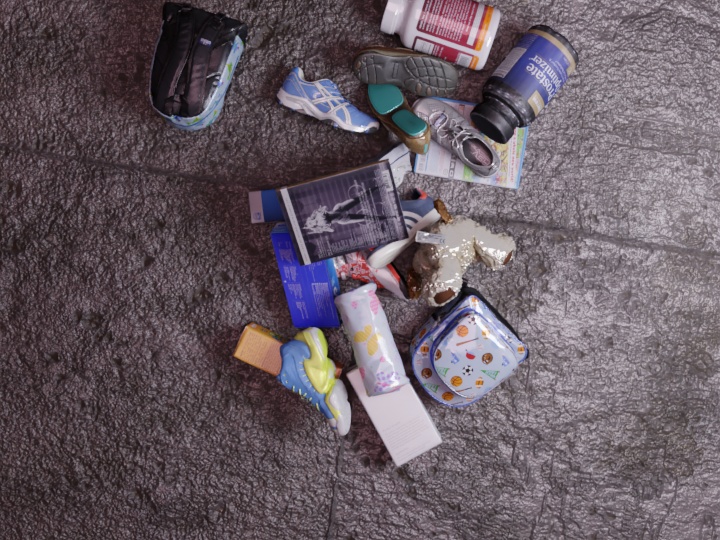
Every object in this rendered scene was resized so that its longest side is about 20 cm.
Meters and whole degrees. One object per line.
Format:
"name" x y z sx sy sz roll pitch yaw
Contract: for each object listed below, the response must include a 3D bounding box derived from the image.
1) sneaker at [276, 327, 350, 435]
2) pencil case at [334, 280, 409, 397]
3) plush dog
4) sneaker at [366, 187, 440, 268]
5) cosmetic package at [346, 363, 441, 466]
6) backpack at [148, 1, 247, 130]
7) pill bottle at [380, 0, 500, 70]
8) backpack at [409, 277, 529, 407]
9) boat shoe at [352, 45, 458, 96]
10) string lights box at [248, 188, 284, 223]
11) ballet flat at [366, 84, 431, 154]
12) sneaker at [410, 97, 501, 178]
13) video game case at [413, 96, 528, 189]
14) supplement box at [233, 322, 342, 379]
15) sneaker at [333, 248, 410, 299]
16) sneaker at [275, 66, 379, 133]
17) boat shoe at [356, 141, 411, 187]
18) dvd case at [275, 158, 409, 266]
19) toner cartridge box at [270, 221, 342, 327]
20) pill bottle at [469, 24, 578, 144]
"sneaker" -0.088 0.209 1.574 0.104 0.076 0.202 -19 84 13
"pencil case" 0.020 0.124 1.554 0.082 0.091 0.202 -20 81 5
"plush dog" 0.150 -0.032 1.560 0.199 0.172 0.161 -31 84 -20
"sneaker" 0.064 -0.081 1.583 0.085 0.075 0.200 47 53 6
"cosmetic package" 0.063 0.252 1.633 0.101 0.074 0.201 -28 91 2
"backpack" -0.303 -0.355 1.578 0.161 0.154 0.202 13 72 -2
"pill bottle" 0.142 -0.443 1.568 0.198 0.113 0.114 18 94 -1
"backpack" 0.188 0.153 1.591 0.190 0.154 0.200 -43 95 14
"boat shoe" 0.081 -0.373 1.588 0.198 0.074 0.076 10 122 -13
"string lights box" -0.089 -0.123 1.569 0.198 0.103 0.060 -6 93 19
"ballet flat" 0.071 -0.273 1.582 0.067 0.073 0.200 -30 49 -10
"sneaker" 0.178 -0.247 1.576 0.199 0.082 0.075 36 93 0
"video game case" 0.207 -0.238 1.627 0.198 0.018 0.145 9 93 1
"supplement box" -0.134 0.168 1.634 0.198 0.067 0.069 23 94 -1
"sneaker" 0.000 0.000 1.622 0.108 0.067 0.202 -40 90 5
"sneaker" -0.055 -0.307 1.598 0.198 0.076 0.078 22 98 -2
"boat shoe" 0.051 -0.177 1.550 0.073 0.200 0.067 -19 103 32
"dvd case" -0.029 -0.097 1.483 0.198 0.016 0.150 -15 119 5
"toner cartridge box" -0.093 0.008 1.584 0.094 0.043 0.202 -2 119 17
"pill bottle" 0.289 -0.330 1.561 0.112 0.112 0.201 39 85 -1
